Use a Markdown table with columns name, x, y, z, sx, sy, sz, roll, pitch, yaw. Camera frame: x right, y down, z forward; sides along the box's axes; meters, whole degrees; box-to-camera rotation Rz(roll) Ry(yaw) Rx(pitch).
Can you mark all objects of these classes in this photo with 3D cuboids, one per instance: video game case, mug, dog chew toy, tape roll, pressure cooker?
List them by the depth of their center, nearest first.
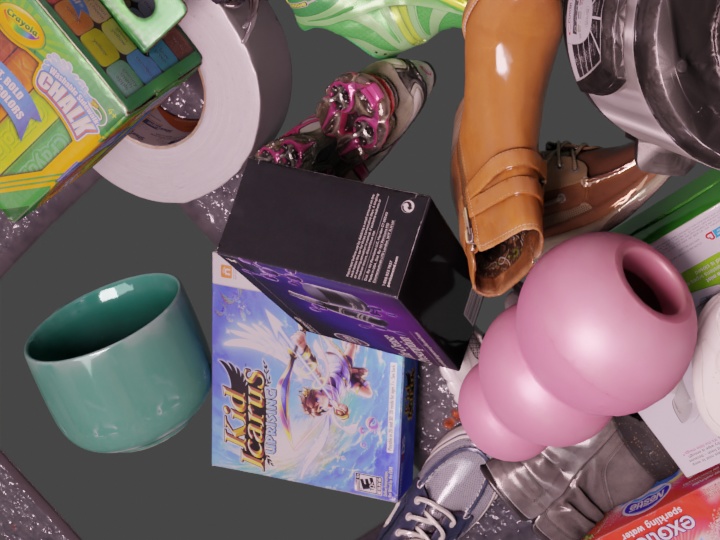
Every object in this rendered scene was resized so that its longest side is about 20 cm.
| name | x | y | z | sx | sy | sz | roll | pitch | yaw |
| --- | --- | --- | --- | --- | --- | --- | --- | --- | --- |
| pressure cooker | 0.223 | -0.156 | 0.851 | 0.175 | 0.200 | 0.179 | -40 | 108 | 2 |
| dog chew toy | 0.139 | 0.064 | 0.932 | 0.124 | 0.125 | 0.200 | 41 | 129 | -1 |
| tape roll | -0.158 | -0.160 | 1.090 | 0.198 | 0.066 | 0.203 | 11 | 119 | 19 |
| video game case | -0.041 | 0.086 | 1.156 | 0.179 | 0.045 | 0.203 | 8 | 108 | 20 |
| mug | -0.207 | 0.083 | 1.199 | 0.150 | 0.185 | 0.116 | -19 | 111 | 5 |

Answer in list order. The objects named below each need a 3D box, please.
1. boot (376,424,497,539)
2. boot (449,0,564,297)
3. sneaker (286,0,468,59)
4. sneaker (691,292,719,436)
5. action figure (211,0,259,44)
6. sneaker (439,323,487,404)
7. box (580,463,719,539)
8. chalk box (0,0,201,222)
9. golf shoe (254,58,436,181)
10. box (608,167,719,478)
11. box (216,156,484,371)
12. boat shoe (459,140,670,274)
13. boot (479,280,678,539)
| name | x | y | z | sx | sy | sz | roll | pitch | yaw |
| --- | --- | --- | --- | --- | --- | --- | --- | --- | --- |
| boot | 0.061 | 0.226 | 1.175 | 0.072 | 0.090 | 0.201 | 32 | 124 | 5 |
| boot | 0.099 | -0.093 | 0.917 | 0.076 | 0.157 | 0.201 | 7 | 143 | -11 |
| sneaker | 0.037 | -0.202 | 0.992 | 0.197 | 0.075 | 0.084 | 11 | 146 | 14 |
| sneaker | 0.262 | 0.034 | 0.871 | 0.074 | 0.100 | 0.202 | 20 | 121 | 10 |
| action figure | -0.101 | -0.272 | 0.964 | 0.101 | 0.119 | 0.202 | -29 | 86 | -2 |
| sneaker | 0.133 | 0.096 | 1.099 | 0.082 | 0.075 | 0.200 | -35 | 107 | 22 |
| box | 0.264 | 0.204 | 1.072 | 0.199 | 0.096 | 0.100 | -35 | 99 | 33 |
| chalk box | -0.214 | -0.155 | 1.003 | 0.199 | 0.124 | 0.125 | -37 | 98 | 33 |
| golf shoe | -0.013 | -0.096 | 1.047 | 0.199 | 0.092 | 0.073 | -34 | 86 | 48 |
| box | 0.276 | 0.026 | 0.975 | 0.199 | 0.097 | 0.177 | -35 | 99 | 33 |
| box | 0.000 | 0.000 | 0.985 | 0.140 | 0.200 | 0.080 | 16 | 77 | 22 |
| boat shoe | 0.153 | -0.059 | 1.001 | 0.199 | 0.076 | 0.072 | -32 | 98 | 31 |
| boot | 0.141 | 0.119 | 1.035 | 0.131 | 0.070 | 0.201 | -37 | 95 | 9 |
